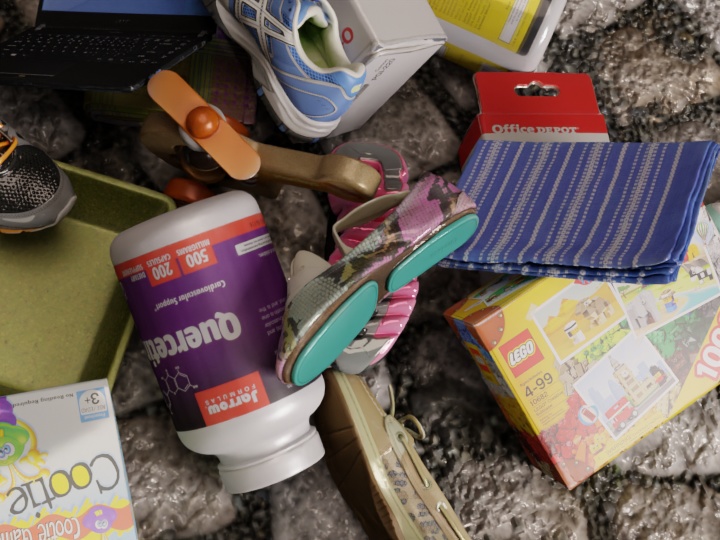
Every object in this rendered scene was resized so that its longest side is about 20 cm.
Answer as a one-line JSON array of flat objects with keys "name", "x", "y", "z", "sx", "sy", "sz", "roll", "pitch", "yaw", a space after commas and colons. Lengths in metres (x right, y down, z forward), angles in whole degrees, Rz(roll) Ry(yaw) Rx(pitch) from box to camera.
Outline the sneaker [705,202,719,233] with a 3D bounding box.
[{"name": "sneaker", "x": 0.388, "y": 0.008, "z": 0.985, "sx": 0.139, "sy": 0.078, "sz": 0.201, "roll": -23, "pitch": 73, "yaw": -20}]

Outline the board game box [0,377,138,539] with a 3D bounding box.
[{"name": "board game box", "x": -0.200, "y": 0.155, "z": 0.718, "sx": 0.104, "sy": 0.200, "sz": 0.103, "roll": -9, "pitch": 68, "yaw": -17}]

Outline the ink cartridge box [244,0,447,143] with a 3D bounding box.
[{"name": "ink cartridge box", "x": -0.037, "y": -0.228, "z": 0.944, "sx": 0.085, "sy": 0.146, "sz": 0.201, "roll": -16, "pitch": 74, "yaw": -39}]

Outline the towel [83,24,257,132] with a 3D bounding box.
[{"name": "towel", "x": -0.159, "y": -0.204, "z": 0.992, "sx": 0.143, "sy": 0.023, "sz": 0.201, "roll": 5, "pitch": 64, "yaw": -10}]

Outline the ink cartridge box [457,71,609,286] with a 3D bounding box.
[{"name": "ink cartridge box", "x": 0.154, "y": -0.067, "z": 0.973, "sx": 0.116, "sy": 0.067, "sz": 0.201, "roll": -1, "pitch": 66, "yaw": -14}]

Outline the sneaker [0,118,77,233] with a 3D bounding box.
[{"name": "sneaker", "x": -0.296, "y": -0.098, "z": 0.829, "sx": 0.200, "sy": 0.077, "sz": 0.078, "roll": 32, "pitch": 61, "yaw": 2}]

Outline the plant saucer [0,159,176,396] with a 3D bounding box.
[{"name": "plant saucer", "x": -0.261, "y": 0.010, "z": 0.856, "sx": 0.199, "sy": 0.048, "sz": 0.201, "roll": 18, "pitch": 64, "yaw": -4}]

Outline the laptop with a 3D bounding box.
[{"name": "laptop", "x": -0.211, "y": -0.223, "z": 0.902, "sx": 0.176, "sy": 0.104, "sz": 0.200, "roll": 6, "pitch": 30, "yaw": 21}]

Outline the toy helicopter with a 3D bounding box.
[{"name": "toy helicopter", "x": -0.079, "y": -0.087, "z": 0.850, "sx": 0.199, "sy": 0.132, "sz": 0.079, "roll": 13, "pitch": 72, "yaw": 26}]

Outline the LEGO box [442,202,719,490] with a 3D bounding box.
[{"name": "LEGO box", "x": 0.189, "y": 0.044, "z": 0.873, "sx": 0.200, "sy": 0.077, "sz": 0.149, "roll": -33, "pitch": 101, "yaw": -10}]

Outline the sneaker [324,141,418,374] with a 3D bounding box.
[{"name": "sneaker", "x": 0.000, "y": 0.000, "z": 0.889, "sx": 0.079, "sy": 0.096, "sz": 0.201, "roll": 10, "pitch": 55, "yaw": -5}]

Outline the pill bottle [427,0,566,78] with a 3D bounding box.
[{"name": "pill bottle", "x": 0.076, "y": -0.249, "z": 1.014, "sx": 0.199, "sy": 0.112, "sz": 0.112, "roll": 24, "pitch": 63, "yaw": -1}]

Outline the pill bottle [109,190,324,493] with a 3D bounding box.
[{"name": "pill bottle", "x": -0.096, "y": 0.052, "z": 0.820, "sx": 0.112, "sy": 0.112, "sz": 0.201, "roll": -22, "pitch": 93, "yaw": -21}]

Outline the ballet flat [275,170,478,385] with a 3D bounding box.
[{"name": "ballet flat", "x": -0.002, "y": -0.001, "z": 0.799, "sx": 0.071, "sy": 0.069, "sz": 0.200, "roll": 40, "pitch": 64, "yaw": 19}]

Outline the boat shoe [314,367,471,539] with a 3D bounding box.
[{"name": "boat shoe", "x": 0.027, "y": 0.159, "z": 0.845, "sx": 0.063, "sy": 0.073, "sz": 0.201, "roll": -22, "pitch": 83, "yaw": -27}]

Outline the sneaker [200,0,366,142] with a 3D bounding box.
[{"name": "sneaker", "x": -0.062, "y": -0.200, "z": 0.870, "sx": 0.076, "sy": 0.077, "sz": 0.200, "roll": -31, "pitch": 87, "yaw": -46}]

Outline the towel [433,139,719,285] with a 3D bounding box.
[{"name": "towel", "x": 0.154, "y": -0.051, "z": 0.849, "sx": 0.199, "sy": 0.024, "sz": 0.145, "roll": 4, "pitch": 47, "yaw": 30}]
